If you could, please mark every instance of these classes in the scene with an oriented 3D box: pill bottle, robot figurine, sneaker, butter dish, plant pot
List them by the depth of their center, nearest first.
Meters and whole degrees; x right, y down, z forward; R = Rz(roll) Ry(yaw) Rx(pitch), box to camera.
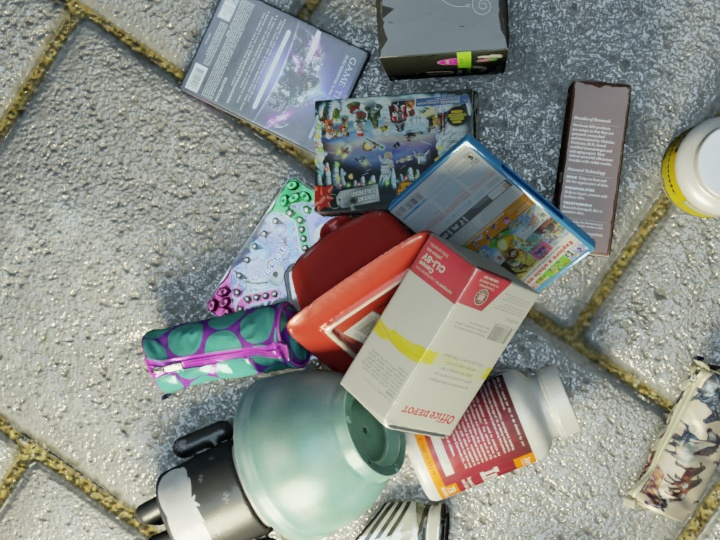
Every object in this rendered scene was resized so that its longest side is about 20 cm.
[{"bbox_3d":[0.409,-0.117,1.533,0.110,0.200,0.112,0,91,4],"label":"pill bottle"},{"bbox_3d":[-0.032,0.200,1.559,0.134,0.200,0.202,-23,89,30],"label":"plant pot"},{"bbox_3d":[0.000,0.000,1.573,0.199,0.200,0.148,-34,63,5],"label":"butter dish"},{"bbox_3d":[0.155,0.188,1.605,0.199,0.113,0.114,-23,89,6],"label":"pill bottle"},{"bbox_3d":[-0.168,0.279,1.633,0.199,0.125,0.151,-26,112,5],"label":"robot figurine"},{"bbox_3d":[0.043,0.381,1.649,0.114,0.076,0.202,5,84,13],"label":"sneaker"}]

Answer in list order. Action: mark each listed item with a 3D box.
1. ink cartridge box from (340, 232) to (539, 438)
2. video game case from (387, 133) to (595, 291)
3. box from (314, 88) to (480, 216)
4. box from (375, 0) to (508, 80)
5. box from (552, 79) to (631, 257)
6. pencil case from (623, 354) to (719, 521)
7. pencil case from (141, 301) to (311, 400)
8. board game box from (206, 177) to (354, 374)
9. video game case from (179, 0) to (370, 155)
[{"bbox_3d":[0.088,0.076,1.501,0.083,0.145,0.201,37,100,35],"label":"ink cartridge box"},{"bbox_3d":[0.150,-0.051,1.545,0.200,0.018,0.143,38,128,-15],"label":"video game case"},{"bbox_3d":[0.043,-0.138,1.598,0.198,0.040,0.138,-3,83,18],"label":"box"},{"bbox_3d":[0.095,-0.296,1.556,0.147,0.200,0.126,-3,91,5],"label":"box"},{"bbox_3d":[0.270,-0.119,1.595,0.074,0.100,0.202,9,92,5],"label":"box"},{"bbox_3d":[0.388,0.204,1.601,0.089,0.078,0.201,25,94,-17],"label":"pencil case"},{"bbox_3d":[-0.162,0.095,1.621,0.198,0.092,0.086,-13,104,20],"label":"pencil case"},{"bbox_3d":[-0.061,0.020,1.664,0.199,0.026,0.201,35,94,3],"label":"board game box"},{"bbox_3d":[-0.106,-0.246,1.666,0.199,0.019,0.144,26,94,3],"label":"video game case"}]
